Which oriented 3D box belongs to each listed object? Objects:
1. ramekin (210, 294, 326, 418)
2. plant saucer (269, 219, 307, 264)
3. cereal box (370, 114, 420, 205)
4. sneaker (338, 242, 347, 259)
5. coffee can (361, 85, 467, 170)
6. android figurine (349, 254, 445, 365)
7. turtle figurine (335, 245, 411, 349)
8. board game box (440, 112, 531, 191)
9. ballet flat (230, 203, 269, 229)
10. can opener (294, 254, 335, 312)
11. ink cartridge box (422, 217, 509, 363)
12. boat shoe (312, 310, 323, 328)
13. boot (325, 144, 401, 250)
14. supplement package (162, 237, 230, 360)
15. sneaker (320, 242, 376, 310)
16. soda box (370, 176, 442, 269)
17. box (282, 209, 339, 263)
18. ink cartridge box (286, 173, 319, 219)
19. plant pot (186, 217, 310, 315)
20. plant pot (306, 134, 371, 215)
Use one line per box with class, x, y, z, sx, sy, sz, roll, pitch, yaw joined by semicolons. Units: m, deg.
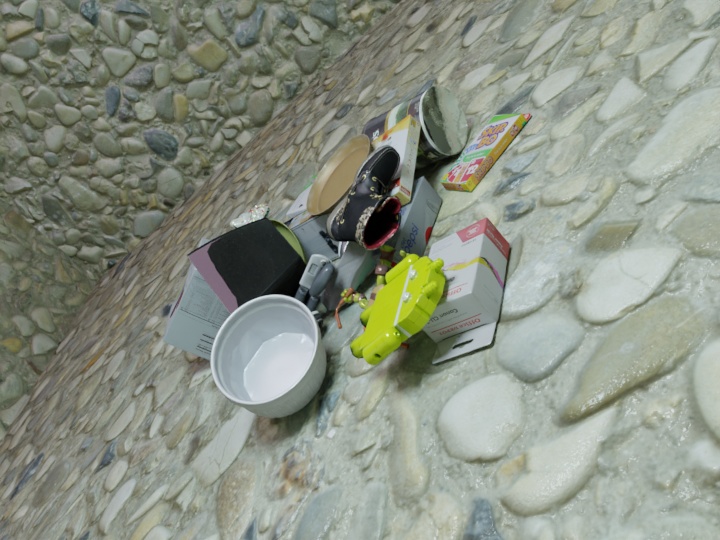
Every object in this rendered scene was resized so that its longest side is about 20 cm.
ramekin;-0.151;0.156;1.160;0.194;0.106;0.205;-8;55;12
plant saucer;-0.182;-0.016;1.514;0.197;0.205;0.031;-21;-3;44
cereal box;0.051;-0.196;1.333;0.142;0.039;0.204;-28;41;43
sneaker;0.030;-0.090;1.358;0.201;0.074;0.084;-51;15;-11
coffee can;0.115;-0.296;1.464;0.198;0.146;0.148;-16;37;49
android figurine;0.056;0.053;0.989;0.199;0.041;0.184;-41;21;44
turtle figurine;0.045;0.047;1.131;0.198;0.064;0.165;22;89;52
board game box;0.245;-0.238;1.310;0.201;0.030;0.095;-48;24;-10
ballet flat;-0.271;-0.070;1.478;0.203;0.063;0.075;-61;27;-7
can opener;-0.106;0.056;1.298;0.203;0.052;0.067;-63;3;31
ink cartridge box;0.147;0.029;0.993;0.115;0.067;0.203;-27;31;39
boat shoe;-0.131;0.163;1.257;0.060;0.075;0.200;34;65;23
boot;0.029;-0.126;1.176;0.201;0.073;0.150;-52;27;-5
supplement package;-0.362;0.069;1.610;0.203;0.144;0.192;-61;18;17
sneaker;0.000;0.000;1.315;0.117;0.074;0.202;-16;-29;-46
soda box;0.090;-0.081;1.263;0.063;0.068;0.203;-20;34;42
box;-0.093;-0.078;1.512;0.198;0.117;0.061;-23;28;44
ink cartridge box;-0.078;-0.180;1.682;0.198;0.084;0.148;-10;42;54
plant pot;-0.203;0.017;1.369;0.177;0.201;0.200;-41;64;-7
plant pot;-0.041;-0.194;1.401;0.199;0.027;0.203;-39;31;28
